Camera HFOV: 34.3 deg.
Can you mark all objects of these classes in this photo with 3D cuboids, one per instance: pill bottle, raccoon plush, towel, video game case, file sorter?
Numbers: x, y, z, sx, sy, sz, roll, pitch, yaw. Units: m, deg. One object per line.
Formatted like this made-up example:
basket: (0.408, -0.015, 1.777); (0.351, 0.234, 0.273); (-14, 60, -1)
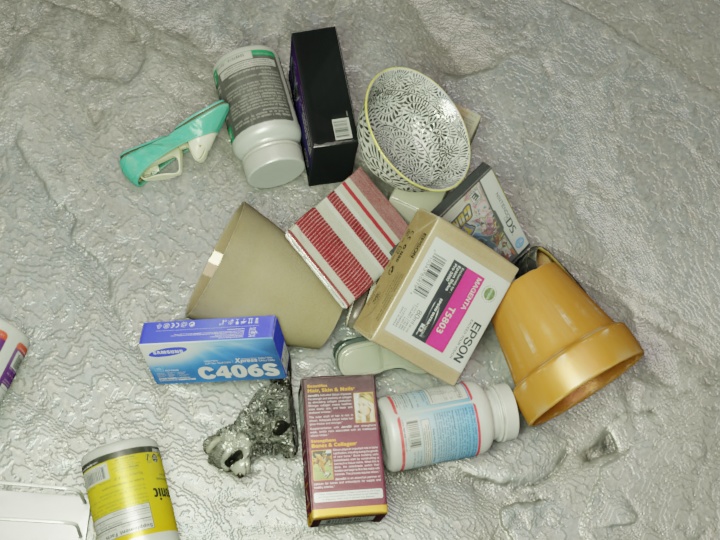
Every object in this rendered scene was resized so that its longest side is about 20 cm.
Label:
pill bottle: (-0.157, -0.241, 1.835); (0.111, 0.113, 0.203); (-13, 71, -13)
pill bottle: (-0.309, 0.340, 1.591); (0.110, 0.112, 0.203); (-12, 72, -13)
raccoon plush: (-0.161, 0.209, 1.699); (0.132, 0.098, 0.201); (-8, 40, 3)
towel: (-0.012, -0.049, 1.735); (0.144, 0.023, 0.200); (50, 49, -4)
pill bottle: (0.125, 0.223, 1.701); (0.197, 0.109, 0.110); (-9, 70, -12)
pill bottle: (-0.552, 0.164, 1.623); (0.110, 0.112, 0.202); (22, 67, 1)
video game case: (0.155, -0.033, 1.761); (0.200, 0.181, 0.025); (-43, 42, -10)
file sorter: (-0.443, 0.387, 1.547); (0.136, 0.125, 0.203); (6, 68, -7)

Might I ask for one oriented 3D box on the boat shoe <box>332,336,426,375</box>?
boat shoe: (0.052, 0.116, 1.751); (0.197, 0.062, 0.074); (-7, 107, -20)

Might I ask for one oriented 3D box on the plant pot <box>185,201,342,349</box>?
plant pot: (-0.128, 0.030, 1.715); (0.198, 0.187, 0.189); (29, 67, -11)

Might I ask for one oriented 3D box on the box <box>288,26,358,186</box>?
box: (-0.061, -0.256, 1.840); (0.078, 0.141, 0.203); (-9, 70, -6)

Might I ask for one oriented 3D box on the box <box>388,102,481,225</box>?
box: (0.115, -0.161, 1.856); (0.077, 0.095, 0.202); (25, 66, 4)

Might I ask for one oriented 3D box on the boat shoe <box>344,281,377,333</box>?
boat shoe: (0.000, 0.000, 1.788); (0.059, 0.072, 0.202); (17, 63, -5)

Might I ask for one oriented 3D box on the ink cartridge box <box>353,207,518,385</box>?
ink cartridge box: (0.109, 0.039, 1.678); (0.164, 0.075, 0.202); (29, 91, -26)

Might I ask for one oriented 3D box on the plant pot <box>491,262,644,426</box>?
plant pot: (0.286, 0.099, 1.725); (0.198, 0.201, 0.185); (-26, 73, -17)

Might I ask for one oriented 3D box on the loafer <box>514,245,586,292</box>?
loafer: (0.320, 0.047, 1.816); (0.073, 0.072, 0.200); (-40, 80, -21)

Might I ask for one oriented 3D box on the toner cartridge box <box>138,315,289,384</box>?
toner cartridge box: (-0.207, 0.115, 1.668); (0.197, 0.096, 0.044); (-4, 47, 10)

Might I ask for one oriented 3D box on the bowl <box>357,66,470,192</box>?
bowl: (0.062, -0.193, 1.750); (0.199, 0.094, 0.204); (17, 59, -31)

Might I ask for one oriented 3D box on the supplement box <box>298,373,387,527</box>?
supplement box: (-0.028, 0.258, 1.677); (0.108, 0.086, 0.203); (-2, 70, -9)

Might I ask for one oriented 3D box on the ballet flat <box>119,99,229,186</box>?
ballet flat: (-0.277, -0.188, 1.803); (0.198, 0.067, 0.071); (-27, 85, 8)
